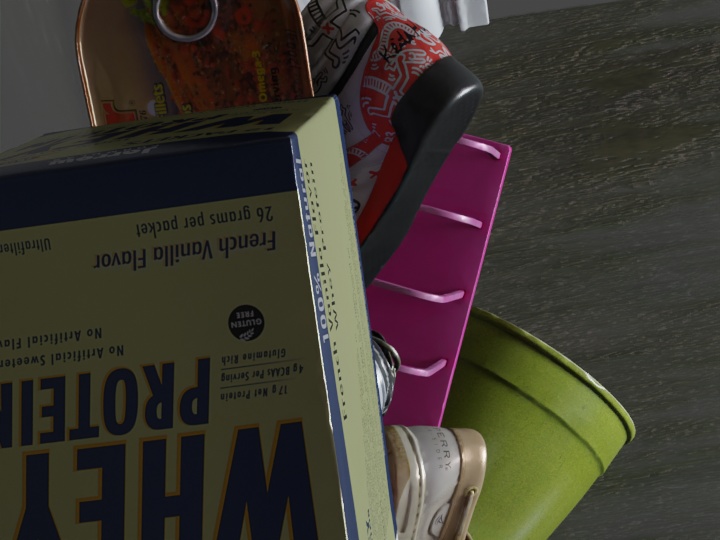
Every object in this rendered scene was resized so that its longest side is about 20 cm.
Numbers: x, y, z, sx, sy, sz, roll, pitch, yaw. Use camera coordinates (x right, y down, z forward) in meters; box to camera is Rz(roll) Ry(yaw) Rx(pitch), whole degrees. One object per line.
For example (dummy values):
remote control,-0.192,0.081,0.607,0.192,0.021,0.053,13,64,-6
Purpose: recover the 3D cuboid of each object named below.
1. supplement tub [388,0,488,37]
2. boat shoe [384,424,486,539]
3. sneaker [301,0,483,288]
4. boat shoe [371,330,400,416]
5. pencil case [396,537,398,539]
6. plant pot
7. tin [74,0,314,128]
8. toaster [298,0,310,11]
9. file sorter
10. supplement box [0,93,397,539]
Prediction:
supplement tub,-0.022,-0.205,1.240,0.144,0.198,0.146,-7,90,-85
boat shoe,0.033,0.160,1.080,0.201,0.069,0.074,100,-23,-48
sneaker,-0.020,-0.061,1.020,0.067,0.108,0.202,-29,158,-47
boat shoe,-0.011,0.054,1.026,0.069,0.056,0.200,60,-15,2
pencil case,-0.049,0.080,0.919,0.086,0.084,0.201,-46,123,-28
plant pot,0.075,0.155,1.464,0.194,0.199,0.201,-57,163,-14
tin,-0.077,-0.072,0.952,0.042,0.111,0.202,-112,-167,-71
toaster,-0.077,-0.183,1.089,0.129,0.113,0.202,65,20,-66
file sorter,0.000,0.000,1.206,0.125,0.138,0.202,-8,113,-82
supplement box,-0.067,0.045,0.743,0.200,0.133,0.202,-69,151,-80
